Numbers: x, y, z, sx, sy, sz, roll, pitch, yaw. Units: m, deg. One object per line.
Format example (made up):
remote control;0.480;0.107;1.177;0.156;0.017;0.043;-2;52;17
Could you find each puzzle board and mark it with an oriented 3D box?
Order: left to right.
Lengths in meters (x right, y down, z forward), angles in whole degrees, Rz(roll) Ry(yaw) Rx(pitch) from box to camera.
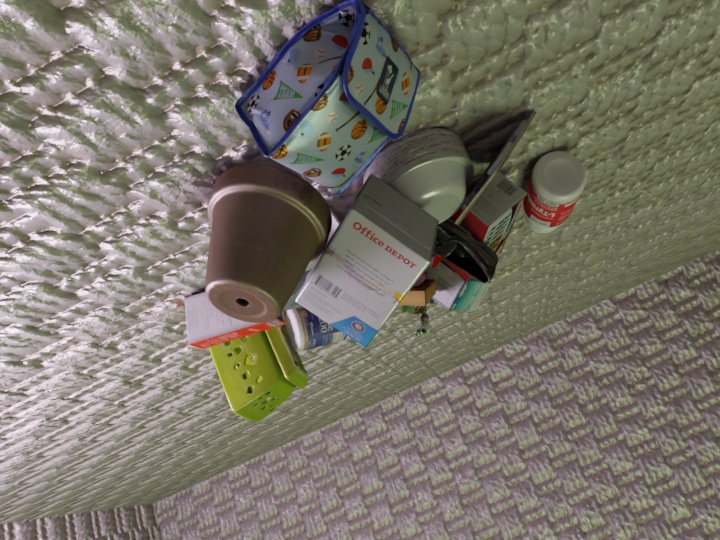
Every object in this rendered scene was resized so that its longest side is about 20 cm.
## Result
puzzle board;0.242;-0.188;1.031;0.201;0.017;0.152;-53;176;-36

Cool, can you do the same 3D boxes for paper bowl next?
paper bowl;0.109;-0.148;1.018;0.195;0.107;0.202;-18;158;-7

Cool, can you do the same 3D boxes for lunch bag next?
lunch bag;-0.026;-0.215;0.719;0.200;0.125;0.169;-44;153;15

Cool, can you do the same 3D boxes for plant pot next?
plant pot;-0.150;-0.026;0.851;0.194;0.178;0.202;8;146;5
plant pot;-0.248;0.241;1.446;0.178;0.203;0.200;-29;158;-2

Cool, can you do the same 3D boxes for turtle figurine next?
turtle figurine;0.121;0.130;1.607;0.197;0.146;0.194;-29;154;9

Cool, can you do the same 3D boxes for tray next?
tray;0.064;0.047;1.288;0.194;0.038;0.098;1;-166;22

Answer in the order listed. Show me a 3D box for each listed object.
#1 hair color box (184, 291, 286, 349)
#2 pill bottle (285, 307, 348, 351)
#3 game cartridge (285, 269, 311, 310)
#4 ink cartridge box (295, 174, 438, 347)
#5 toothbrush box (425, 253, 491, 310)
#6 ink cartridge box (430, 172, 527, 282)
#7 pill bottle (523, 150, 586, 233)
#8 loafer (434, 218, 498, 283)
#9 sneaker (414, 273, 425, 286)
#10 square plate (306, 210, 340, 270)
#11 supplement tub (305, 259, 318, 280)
hair color box;-0.255;0.082;1.157;0.195;0.104;0.061;-16;160;13
pill bottle;-0.084;0.129;1.449;0.195;0.113;0.112;-12;157;-23
game cartridge;-0.097;0.034;1.287;0.197;0.041;0.133;-13;162;-49
ink cartridge box;0.013;-0.017;0.937;0.202;0.145;0.147;-54;-174;32
toothbrush box;0.217;0.022;1.398;0.198;0.145;0.087;3;120;-60
ink cartridge box;0.247;-0.077;1.216;0.174;0.084;0.202;-38;156;-25
pill bottle;0.422;-0.164;1.264;0.110;0.115;0.201;-21;158;-1
loafer;0.190;-0.043;1.132;0.197;0.064;0.072;29;142;-13
sneaker;0.050;-0.027;1.237;0.194;0.080;0.098;4;120;-6
square plate;-0.120;-0.051;1.119;0.196;0.029;0.198;-26;158;8
supplement tub;0.000;0.000;1.119;0.198;0.147;0.143;-36;154;25
